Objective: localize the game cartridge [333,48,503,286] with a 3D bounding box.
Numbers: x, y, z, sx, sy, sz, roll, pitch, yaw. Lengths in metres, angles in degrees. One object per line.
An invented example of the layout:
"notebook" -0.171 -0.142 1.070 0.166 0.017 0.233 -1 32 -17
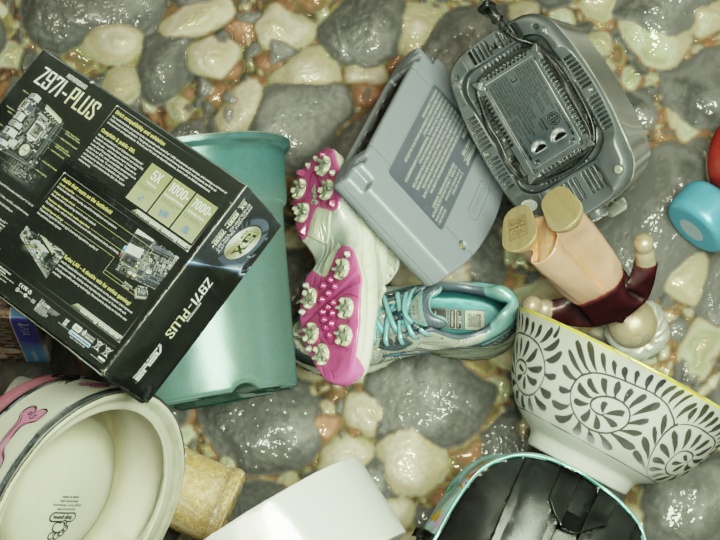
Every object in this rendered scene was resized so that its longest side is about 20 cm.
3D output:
"game cartridge" 0.057 -0.081 1.512 0.133 0.042 0.200 50 38 -19

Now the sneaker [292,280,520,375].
"sneaker" 0.035 0.036 1.516 0.200 0.086 0.078 -8 75 -7

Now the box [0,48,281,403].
"box" -0.188 -0.032 1.313 0.200 0.086 0.164 33 83 22

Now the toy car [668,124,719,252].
"toy car" 0.382 -0.086 1.521 0.177 0.200 0.184 42 75 7

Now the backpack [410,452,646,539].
"backpack" 0.119 0.240 1.432 0.176 0.153 0.200 30 88 3

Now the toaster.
"toaster" 0.157 -0.131 1.534 0.114 0.129 0.200 -33 84 20

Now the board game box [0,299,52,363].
"board game box" -0.344 0.006 1.453 0.200 0.159 0.097 3 75 -4

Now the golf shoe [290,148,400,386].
"golf shoe" 0.000 0.000 1.471 0.092 0.075 0.200 18 58 -37

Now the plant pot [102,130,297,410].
"plant pot" -0.138 0.009 1.463 0.200 0.200 0.196 -9 83 -7

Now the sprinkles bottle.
"sprinkles bottle" -0.194 0.152 1.474 0.200 0.068 0.068 23 74 1

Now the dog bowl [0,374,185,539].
"dog bowl" -0.223 0.165 1.355 0.074 0.200 0.200 25 72 32

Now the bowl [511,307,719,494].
"bowl" 0.192 0.116 1.463 0.201 0.201 0.094 27 88 3

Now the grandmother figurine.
"grandmother figurine" 0.188 0.013 1.502 0.121 0.200 0.061 -19 49 30

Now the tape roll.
"tape roll" -0.068 0.222 1.397 0.202 0.202 0.071 -30 80 -12
